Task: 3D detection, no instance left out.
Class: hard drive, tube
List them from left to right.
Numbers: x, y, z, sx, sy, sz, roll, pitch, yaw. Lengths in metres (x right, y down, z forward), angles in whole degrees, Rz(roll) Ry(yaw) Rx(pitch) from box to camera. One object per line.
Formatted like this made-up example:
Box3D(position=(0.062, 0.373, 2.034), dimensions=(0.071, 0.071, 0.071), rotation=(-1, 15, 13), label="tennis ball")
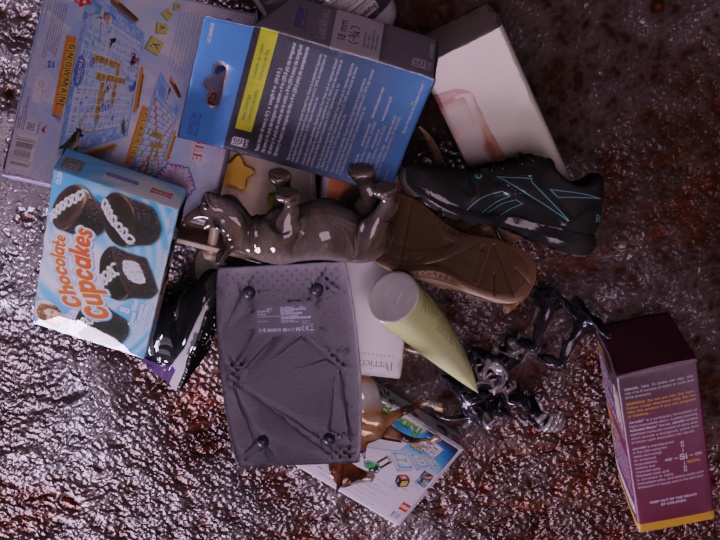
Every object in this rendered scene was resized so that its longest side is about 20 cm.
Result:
Box3D(position=(-0.066, 0.087, 1.137), dimensions=(0.134, 0.042, 0.201), rotation=(-3, 104, 5), label="hard drive")
Box3D(position=(0.068, 0.061, 1.154), dimensions=(0.052, 0.200, 0.058), rotation=(10, 74, 29), label="tube")

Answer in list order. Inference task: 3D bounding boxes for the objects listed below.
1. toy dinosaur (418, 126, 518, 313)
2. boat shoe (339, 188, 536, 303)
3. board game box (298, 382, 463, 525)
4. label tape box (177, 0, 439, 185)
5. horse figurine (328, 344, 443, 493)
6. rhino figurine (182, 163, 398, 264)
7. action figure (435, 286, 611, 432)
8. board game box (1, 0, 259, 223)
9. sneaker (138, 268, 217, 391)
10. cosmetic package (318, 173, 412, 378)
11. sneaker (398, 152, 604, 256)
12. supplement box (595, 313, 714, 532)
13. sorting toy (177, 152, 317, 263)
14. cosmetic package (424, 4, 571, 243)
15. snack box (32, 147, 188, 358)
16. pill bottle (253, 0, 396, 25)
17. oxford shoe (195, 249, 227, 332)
Box3D(position=(0.105, -0.053, 1.182), dimensions=(0.060, 0.106, 0.201), rotation=(-35, 94, -29), label="toy dinosaur")
Box3D(position=(0.069, -0.017, 1.126), dimensions=(0.199, 0.072, 0.072), rotation=(19, 79, 9), label="boat shoe")
Box3D(position=(-0.001, 0.187, 1.328), dimensions=(0.200, 0.035, 0.126), rotation=(33, 108, -14), label="board game box")
Box3D(position=(-0.047, -0.160, 1.045), dimensions=(0.199, 0.064, 0.145), rotation=(15, 137, -8), label="label tape box")
Box3D(position=(0.017, 0.123, 1.262), dimensions=(0.132, 0.050, 0.201), rotation=(-10, 96, -13), label="horse figurine")
Box3D(position=(-0.063, -0.043, 1.069), dimensions=(0.199, 0.060, 0.088), rotation=(-2, 127, 5), label="rhino figurine")
Box3D(position=(0.165, 0.112, 1.263), dimensions=(0.119, 0.102, 0.200), rotation=(32, 109, -26), label="action figure")
Box3D(position=(-0.212, -0.161, 1.113), dimensions=(0.198, 0.041, 0.201), rotation=(14, 88, -1), label="board game box")
Box3D(position=(-0.193, 0.051, 1.206), dimensions=(0.087, 0.076, 0.200), rotation=(34, 142, 1), label="sneaker")
Box3D(position=(0.000, 0.000, 1.191), dimensions=(0.101, 0.071, 0.201), rotation=(5, 94, -3), label="cosmetic package")
Box3D(position=(0.131, -0.075, 1.092), dimensions=(0.199, 0.075, 0.080), rotation=(15, 103, -16), label="sneaker")
Box3D(position=(0.317, 0.163, 1.281), dimensions=(0.085, 0.110, 0.201), rotation=(-12, 114, 4), label="supplement box")
Box3D(position=(-0.124, -0.098, 1.170), dimensions=(0.199, 0.107, 0.181), rotation=(14, 103, -1), label="sorting toy")
Box3D(position=(0.131, -0.140, 1.147), dimensions=(0.087, 0.103, 0.201), rotation=(-24, 111, 9), label="cosmetic package")
Box3D(position=(-0.236, -0.011, 1.111), dimensions=(0.116, 0.037, 0.201), rotation=(18, 131, -3), label="snack box")
Box3D(position=(-0.035, -0.250, 1.089), dimensions=(0.110, 0.111, 0.200), rotation=(-29, 112, 12), label="pill bottle")
Box3D(position=(-0.112, 0.062, 1.252), dimensions=(0.058, 0.075, 0.201), rotation=(-32, 96, -25), label="oxford shoe")
